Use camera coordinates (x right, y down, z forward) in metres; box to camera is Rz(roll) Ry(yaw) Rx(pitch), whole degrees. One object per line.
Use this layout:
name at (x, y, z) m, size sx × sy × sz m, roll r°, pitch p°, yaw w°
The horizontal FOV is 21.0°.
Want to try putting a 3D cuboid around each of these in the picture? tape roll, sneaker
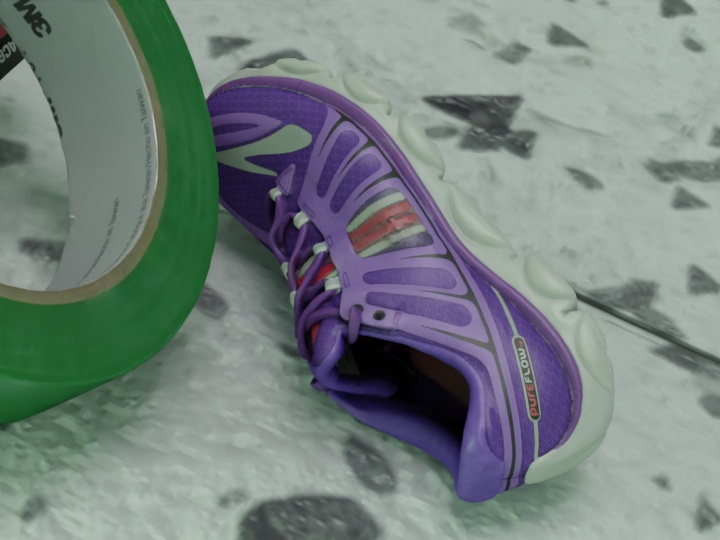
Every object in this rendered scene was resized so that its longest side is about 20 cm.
tape roll at (-0.131, -0.053, 0.621) m, size 0.200 × 0.048 × 0.202 m, roll 30°, pitch 48°, yaw -40°
sneaker at (0.000, 0.000, 0.677) m, size 0.083 × 0.081 × 0.200 m, roll -26°, pitch 54°, yaw -34°

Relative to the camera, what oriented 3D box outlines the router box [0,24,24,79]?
router box at (-0.204, -0.098, 0.659) m, size 0.062 × 0.151 × 0.200 m, roll -11°, pitch 26°, yaw 30°
